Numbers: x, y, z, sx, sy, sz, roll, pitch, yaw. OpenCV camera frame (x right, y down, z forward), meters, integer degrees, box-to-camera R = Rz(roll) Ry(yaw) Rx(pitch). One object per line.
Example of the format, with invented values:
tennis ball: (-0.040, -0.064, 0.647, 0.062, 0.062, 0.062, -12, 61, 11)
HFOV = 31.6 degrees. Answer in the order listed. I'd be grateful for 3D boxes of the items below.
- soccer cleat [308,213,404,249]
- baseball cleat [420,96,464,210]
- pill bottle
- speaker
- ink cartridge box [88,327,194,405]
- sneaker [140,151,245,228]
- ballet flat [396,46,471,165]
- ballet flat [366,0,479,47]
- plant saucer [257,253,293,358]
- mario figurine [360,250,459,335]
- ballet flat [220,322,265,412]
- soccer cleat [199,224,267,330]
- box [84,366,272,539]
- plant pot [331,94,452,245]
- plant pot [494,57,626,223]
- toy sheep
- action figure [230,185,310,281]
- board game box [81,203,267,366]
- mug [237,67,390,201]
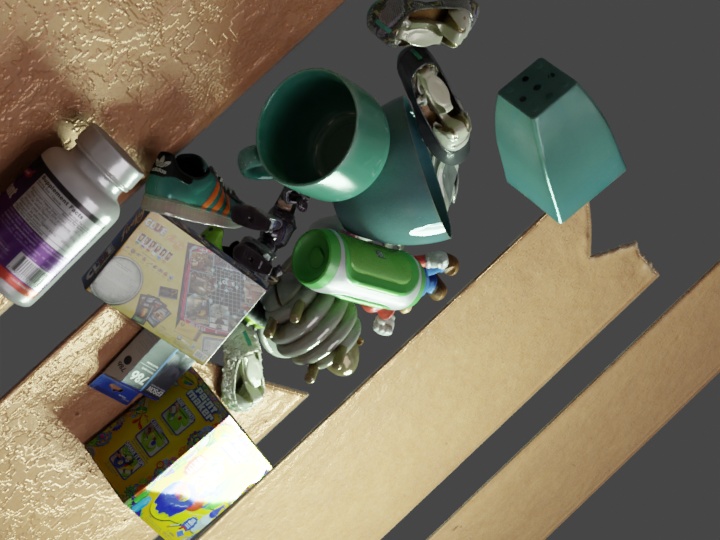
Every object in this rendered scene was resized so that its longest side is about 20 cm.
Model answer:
soccer cleat: (0.004, -0.077, 1.833, 0.199, 0.070, 0.087, -3, 114, -47)
baseball cleat: (0.116, -0.166, 1.858, 0.106, 0.069, 0.202, -49, 154, -63)
pill bottle: (-0.341, -0.066, 1.423, 0.200, 0.111, 0.111, -44, 147, 0)
speaker: (0.000, 0.000, 1.716, 0.199, 0.089, 0.089, 15, 116, -47)
ink cartridge box: (-0.274, 0.114, 1.760, 0.200, 0.039, 0.099, -46, 148, 3)
sneaker: (-0.195, -0.100, 1.577, 0.200, 0.071, 0.081, 7, 96, -66)
ballet flat: (0.108, -0.214, 1.723, 0.073, 0.073, 0.201, -37, 125, -10)
ballet flat: (0.096, -0.316, 1.657, 0.199, 0.072, 0.073, -10, 134, -41)
plant saucer: (-0.063, 0.049, 1.871, 0.199, 0.050, 0.202, -32, 139, -32)
mario figurine: (0.081, 0.035, 1.985, 0.199, 0.105, 0.125, -17, 104, -46)
ballet flat: (-0.171, 0.161, 1.896, 0.071, 0.072, 0.201, -28, 144, -22)
soccer cleat: (-0.168, 0.013, 1.731, 0.081, 0.067, 0.200, -52, 142, -11)
box: (-0.263, 0.274, 1.870, 0.192, 0.122, 0.200, -40, 147, -8)
plant pot: (0.029, -0.119, 1.717, 0.133, 0.202, 0.201, -18, 147, 9)
plant pot: (0.290, -0.209, 1.923, 0.141, 0.141, 0.201, -38, 139, -8)
toy sheep: (-0.071, 0.067, 1.750, 0.138, 0.138, 0.201, -40, 111, -6)
action figure: (-0.114, -0.047, 1.644, 0.200, 0.069, 0.132, -33, 139, -76)
board game box: (-0.235, 0.018, 1.627, 0.199, 0.035, 0.136, 38, 98, -32)
mug: (-0.051, -0.168, 1.609, 0.114, 0.184, 0.154, 20, 88, -57)
